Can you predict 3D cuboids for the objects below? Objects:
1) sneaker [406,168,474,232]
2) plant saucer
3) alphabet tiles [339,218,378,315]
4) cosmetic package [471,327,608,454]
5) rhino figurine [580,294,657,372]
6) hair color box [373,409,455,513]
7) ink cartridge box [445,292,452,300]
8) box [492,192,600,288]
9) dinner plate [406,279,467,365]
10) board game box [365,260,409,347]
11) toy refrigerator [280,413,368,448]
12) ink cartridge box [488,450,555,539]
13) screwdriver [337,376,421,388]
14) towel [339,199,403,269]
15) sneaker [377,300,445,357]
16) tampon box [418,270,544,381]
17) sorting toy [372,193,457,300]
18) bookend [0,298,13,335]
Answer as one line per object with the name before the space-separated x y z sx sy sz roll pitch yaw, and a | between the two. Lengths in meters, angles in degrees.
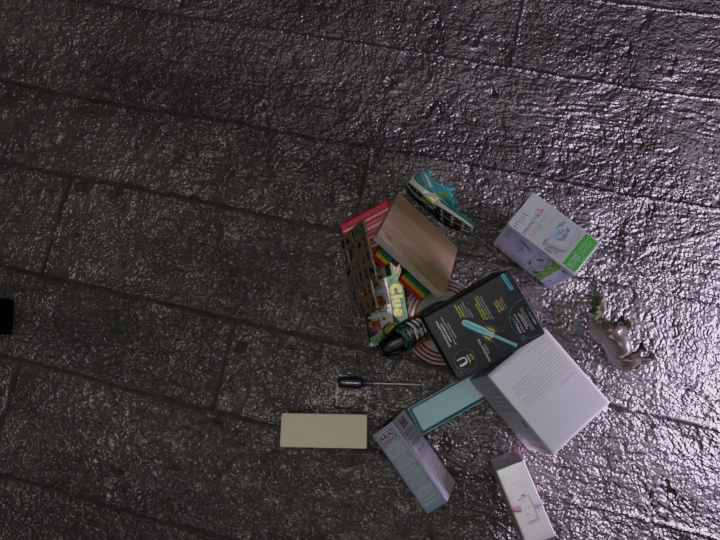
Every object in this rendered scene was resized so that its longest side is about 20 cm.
sneaker | 0.205 -0.172 1.302 0.080 0.078 0.200 -44 80 -11
plant saucer | 0.213 0.305 1.253 0.199 0.019 0.070 -29 80 -1
alphabet tiles | 0.000 0.000 1.253 0.007 0.167 0.201 -9 79 -23
cosmetic package | 0.379 0.259 1.159 0.166 0.167 0.200 -38 79 -10
rhino figurine | 0.573 0.139 1.223 0.087 0.060 0.201 -35 76 10
hair color box | 0.122 0.421 1.197 0.061 0.099 0.200 -39 79 18
ink cartridge box | 0.267 0.100 1.270 0.198 0.039 0.100 -5 82 5
box | 0.403 -0.059 1.199 0.176 0.200 0.097 40 86 11
dinner plate | 0.191 0.118 1.252 0.199 0.024 0.202 -4 82 33
board game box | 0.059 0.077 1.281 0.104 0.023 0.202 -10 88 11
toy refrigerator | -0.081 0.372 1.247 0.198 0.070 0.076 -1 74 5
ink cartridge box | 0.353 0.507 1.159 0.067 0.116 0.201 -21 81 2
screwdriver | 0.044 0.270 1.267 0.198 0.028 0.029 4 53 10
towel | 0.052 -0.062 1.323 0.144 0.022 0.201 -28 82 -1
sneaker | 0.125 0.138 1.213 0.200 0.080 0.072 -36 79 10
tampon box | 0.247 0.113 1.126 0.199 0.126 0.151 -29 86 0
sorting toy | 0.116 -0.047 1.229 0.200 0.199 0.070 41 127 -11
bookend | -1.011 0.113 1.308 0.197 0.200 0.093 -4 80 4
